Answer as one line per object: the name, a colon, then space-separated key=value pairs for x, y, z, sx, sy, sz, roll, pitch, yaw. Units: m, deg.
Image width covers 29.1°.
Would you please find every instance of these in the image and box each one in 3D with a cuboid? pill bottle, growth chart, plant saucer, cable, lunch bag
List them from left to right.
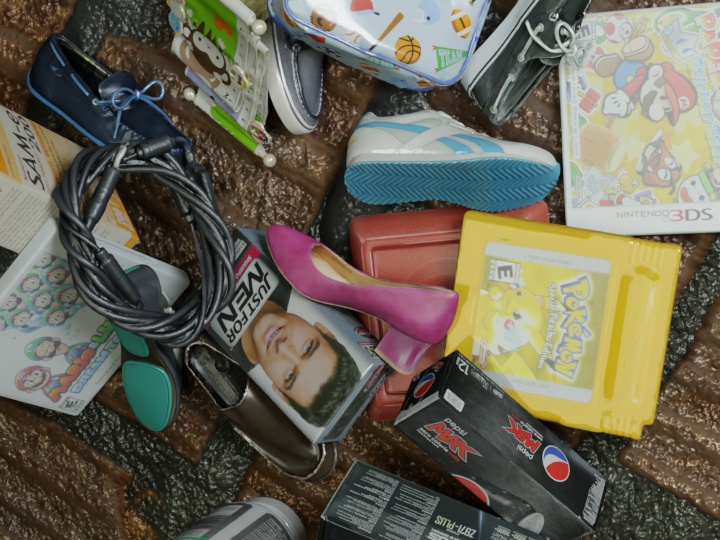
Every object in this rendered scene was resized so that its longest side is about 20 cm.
cable: x=-0.198 y=-0.026 z=1.289 sx=0.051 sy=0.161 sz=0.203 roll=-21 pitch=82 yaw=55
growth chart: x=-0.133 y=-0.201 z=1.300 sx=0.144 sy=0.201 sz=0.018 roll=37 pitch=60 yaw=23
pill bottle: x=-0.124 y=0.286 z=1.317 sx=0.111 sy=0.200 sz=0.115 roll=2 pitch=96 yaw=17
lunch bag: x=0.026 y=-0.259 z=1.239 sx=0.198 sy=0.075 sz=0.162 roll=21 pitch=85 yaw=-19
plant saucer: x=0.086 y=0.042 z=1.313 sx=0.197 sy=0.037 sz=0.203 roll=-5 pitch=93 yaw=18

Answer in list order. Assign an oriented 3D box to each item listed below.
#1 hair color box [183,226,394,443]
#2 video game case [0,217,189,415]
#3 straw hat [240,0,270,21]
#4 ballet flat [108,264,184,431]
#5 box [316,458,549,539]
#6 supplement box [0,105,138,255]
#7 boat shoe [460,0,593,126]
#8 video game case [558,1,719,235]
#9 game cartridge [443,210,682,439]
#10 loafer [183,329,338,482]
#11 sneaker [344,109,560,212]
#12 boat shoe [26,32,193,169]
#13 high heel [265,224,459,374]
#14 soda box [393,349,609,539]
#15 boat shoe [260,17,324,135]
hair color box: x=-0.068 y=0.060 z=1.329 sx=0.200 sy=0.060 sz=0.099 roll=43 pitch=107 yaw=22
video game case: x=-0.292 y=0.052 z=1.365 sx=0.200 sy=0.181 sz=0.024 roll=-48 pitch=51 yaw=16
straw hat: x=-0.144 y=-0.317 z=1.283 sx=0.199 sy=0.085 sz=0.204 roll=-9 pitch=75 yaw=38
ballet flat: x=-0.206 y=0.073 z=1.379 sx=0.072 sy=0.074 sz=0.202 roll=6 pitch=133 yaw=17
box: x=0.059 y=0.294 z=1.288 sx=0.198 sy=0.086 sz=0.165 roll=21 pitch=128 yaw=14
supplement box: x=-0.319 y=-0.081 z=1.325 sx=0.073 sy=0.199 sz=0.127 roll=-42 pitch=53 yaw=16
boat shoe: x=0.165 y=-0.208 z=1.218 sx=0.199 sy=0.073 sz=0.069 roll=-46 pitch=64 yaw=31
video game case: x=0.270 y=-0.134 z=1.244 sx=0.179 sy=0.023 sz=0.203 roll=-2 pitch=95 yaw=17
game cartridge: x=0.178 y=0.048 z=1.250 sx=0.197 sy=0.032 sz=0.179 roll=10 pitch=98 yaw=17
loafer: x=-0.107 y=0.136 z=1.365 sx=0.200 sy=0.071 sz=0.073 roll=42 pitch=106 yaw=9
sneaker: x=0.086 y=-0.107 z=1.275 sx=0.197 sy=0.082 sz=0.077 roll=5 pitch=142 yaw=0
boat shoe: x=-0.249 y=-0.168 z=1.371 sx=0.198 sy=0.084 sz=0.069 roll=30 pitch=115 yaw=10
high heel: x=0.000 y=0.000 z=1.277 sx=0.200 sy=0.067 sz=0.096 roll=44 pitch=120 yaw=20
soda box: x=0.128 y=0.166 z=1.250 sx=0.200 sy=0.064 sz=0.071 roll=41 pitch=134 yaw=-14
boat shoe: x=-0.043 y=-0.235 z=1.304 sx=0.092 sy=0.074 sz=0.203 roll=-9 pitch=92 yaw=25
